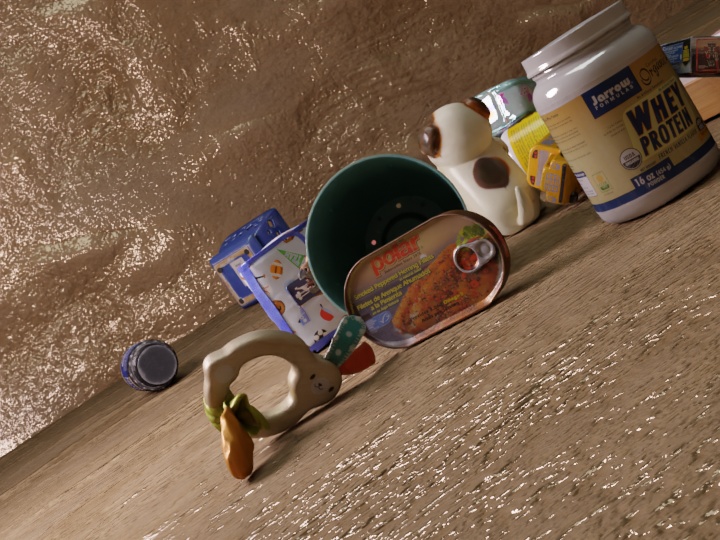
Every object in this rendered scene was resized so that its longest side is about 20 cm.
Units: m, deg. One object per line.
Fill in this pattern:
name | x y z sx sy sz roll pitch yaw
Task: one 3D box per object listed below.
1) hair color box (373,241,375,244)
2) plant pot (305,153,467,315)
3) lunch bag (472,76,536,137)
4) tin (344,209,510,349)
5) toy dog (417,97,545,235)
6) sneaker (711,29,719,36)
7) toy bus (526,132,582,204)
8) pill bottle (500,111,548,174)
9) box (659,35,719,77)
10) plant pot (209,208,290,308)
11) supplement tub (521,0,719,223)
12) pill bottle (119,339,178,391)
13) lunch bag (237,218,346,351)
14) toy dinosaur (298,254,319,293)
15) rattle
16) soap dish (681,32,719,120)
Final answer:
hair color box | 0.008 -0.032 2.194 0.199 0.064 0.111 -33 7 -17
plant pot | 0.047 -0.036 1.379 0.200 0.201 0.161 -31 -6 10
lunch bag | 0.235 -0.260 1.887 0.199 0.078 0.160 -25 -6 42
tin | 0.072 0.009 1.218 0.199 0.112 0.042 -29 6 29
toy dog | 0.159 -0.140 1.572 0.139 0.201 0.194 -32 5 2
sneaker | 0.590 -0.353 1.704 0.200 0.076 0.105 -37 2 17
toy bus | 0.287 -0.156 1.535 0.078 0.066 0.200 16 30 24
pill bottle | 0.296 -0.198 1.772 0.199 0.113 0.112 -30 6 22
box | 0.431 -0.228 1.183 0.198 0.040 0.137 -1 8 1
plant pot | -0.288 -0.023 3.104 0.199 0.201 0.180 -28 12 31
supplement tub | 0.273 -0.168 1.183 0.144 0.201 0.144 -32 6 4
pill bottle | -0.460 0.208 2.437 0.112 0.112 0.200 -34 5 -19
lunch bag | -0.080 0.022 1.664 0.124 0.170 0.200 -34 2 33
toy dinosaur | 0.000 0.000 1.572 0.086 0.136 0.200 -30 5 22
rattle | -0.057 0.127 1.158 0.199 0.131 0.143 -6 10 -17
soap dish | 0.464 -0.255 1.511 0.157 0.082 0.200 -27 7 41
